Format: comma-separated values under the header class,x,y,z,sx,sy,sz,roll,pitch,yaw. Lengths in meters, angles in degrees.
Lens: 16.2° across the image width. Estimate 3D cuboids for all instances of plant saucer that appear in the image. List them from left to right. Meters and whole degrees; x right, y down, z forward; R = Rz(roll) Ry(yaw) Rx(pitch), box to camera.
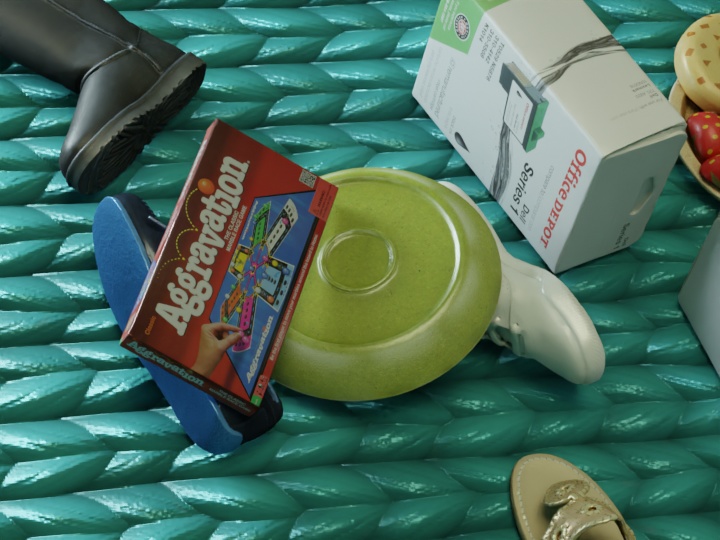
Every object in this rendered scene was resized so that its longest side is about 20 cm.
class,x,y,z,sx,sy,sz,roll,pitch,yaw
plant saucer,0.000,0.000,1.796,0.199,0.031,0.201,-4,54,5

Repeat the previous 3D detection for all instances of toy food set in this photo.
class,x,y,z,sx,sy,sz,roll,pitch,yaw
toy food set,0.340,-0.113,2.005,0.197,0.049,0.200,13,50,-5

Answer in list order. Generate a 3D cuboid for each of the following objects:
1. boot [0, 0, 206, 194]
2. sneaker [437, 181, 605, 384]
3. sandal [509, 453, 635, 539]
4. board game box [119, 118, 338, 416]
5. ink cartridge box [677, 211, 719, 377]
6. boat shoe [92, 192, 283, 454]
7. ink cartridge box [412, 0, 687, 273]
class,x,y,z,sx,sy,sz,roll,pitch,yaw
boot,-0.238,-0.156,1.872,0.200,0.066,0.165,34,43,9
sneaker,0.087,0.026,1.823,0.088,0.075,0.200,-33,58,-23
sandal,0.164,0.194,1.702,0.077,0.070,0.212,-6,54,-19
board game box,-0.088,-0.005,1.738,0.103,0.019,0.200,29,52,-13
ink cartridge box,0.361,0.015,1.846,0.199,0.145,0.146,-11,57,-23
boat shoe,-0.121,0.035,1.758,0.068,0.084,0.201,-17,75,-35
ink cartridge box,0.138,-0.120,1.894,0.084,0.146,0.200,-22,60,-27
